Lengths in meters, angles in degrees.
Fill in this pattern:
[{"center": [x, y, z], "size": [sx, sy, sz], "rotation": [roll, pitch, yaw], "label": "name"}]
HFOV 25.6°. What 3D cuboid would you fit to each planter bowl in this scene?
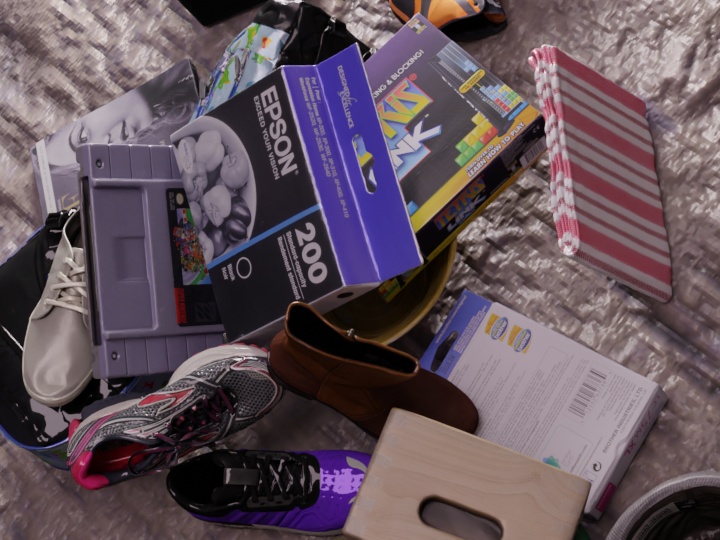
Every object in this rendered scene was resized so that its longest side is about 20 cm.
[{"center": [0.000, 0.000, 1.403], "size": [0.200, 0.083, 0.201], "rotation": [-9, 62, 17], "label": "planter bowl"}]

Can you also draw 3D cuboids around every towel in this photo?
[{"center": [0.200, -0.079, 1.313], "size": [0.030, 0.146, 0.200], "rotation": [-24, 58, 37], "label": "towel"}]

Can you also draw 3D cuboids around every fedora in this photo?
[{"center": [0.263, 0.252, 1.167], "size": [0.177, 0.090, 0.200], "rotation": [-22, 52, 14], "label": "fedora"}]

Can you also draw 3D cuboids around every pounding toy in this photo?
[{"center": [0.093, 0.214, 1.181], "size": [0.200, 0.184, 0.142], "rotation": [20, 74, 11], "label": "pounding toy"}]

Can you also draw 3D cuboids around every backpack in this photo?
[{"center": [-0.262, 0.082, 1.459], "size": [0.183, 0.147, 0.200], "rotation": [-40, 58, -2], "label": "backpack"}, {"center": [-0.079, -0.132, 1.473], "size": [0.153, 0.163, 0.201], "rotation": [7, 78, 37], "label": "backpack"}]

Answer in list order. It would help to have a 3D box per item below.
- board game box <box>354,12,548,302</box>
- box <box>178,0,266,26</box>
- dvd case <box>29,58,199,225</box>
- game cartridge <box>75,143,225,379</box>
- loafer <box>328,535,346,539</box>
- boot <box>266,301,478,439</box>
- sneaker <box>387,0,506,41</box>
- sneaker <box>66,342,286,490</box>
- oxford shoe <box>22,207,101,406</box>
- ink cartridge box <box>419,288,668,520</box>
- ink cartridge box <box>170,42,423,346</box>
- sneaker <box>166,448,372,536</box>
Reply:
[{"center": [0.037, -0.100, 1.356], "size": [0.200, 0.057, 0.165], "rotation": [-44, 60, -4], "label": "board game box"}, {"center": [-0.138, -0.382, 1.616], "size": [0.148, 0.124, 0.200], "rotation": [-18, 61, 18], "label": "box"}, {"center": [-0.242, -0.115, 1.605], "size": [0.200, 0.016, 0.149], "rotation": [-28, 53, 13], "label": "dvd case"}, {"center": [-0.178, -0.010, 1.376], "size": [0.038, 0.129, 0.201], "rotation": [-11, 84, 54], "label": "game cartridge"}, {"center": [0.002, 0.250, 1.305], "size": [0.200, 0.070, 0.075], "rotation": [-37, 58, 7], "label": "loafer"}, {"center": [0.022, 0.078, 1.223], "size": [0.188, 0.200, 0.069], "rotation": [28, 75, -3], "label": "boot"}, {"center": [0.121, -0.289, 1.488], "size": [0.200, 0.078, 0.112], "rotation": [-43, 61, 16], "label": "sneaker"}, {"center": [-0.151, 0.130, 1.330], "size": [0.200, 0.081, 0.075], "rotation": [-26, 22, 4], "label": "sneaker"}, {"center": [-0.246, 0.021, 1.373], "size": [0.075, 0.058, 0.200], "rotation": [14, 67, 8], "label": "oxford shoe"}, {"center": [0.140, 0.108, 1.319], "size": [0.200, 0.042, 0.120], "rotation": [28, 83, 30], "label": "ink cartridge box"}, {"center": [-0.058, -0.061, 1.315], "size": [0.200, 0.043, 0.199], "rotation": [-26, 74, 36], "label": "ink cartridge box"}, {"center": [-0.078, 0.185, 1.354], "size": [0.200, 0.100, 0.070], "rotation": [-8, 68, 24], "label": "sneaker"}]
